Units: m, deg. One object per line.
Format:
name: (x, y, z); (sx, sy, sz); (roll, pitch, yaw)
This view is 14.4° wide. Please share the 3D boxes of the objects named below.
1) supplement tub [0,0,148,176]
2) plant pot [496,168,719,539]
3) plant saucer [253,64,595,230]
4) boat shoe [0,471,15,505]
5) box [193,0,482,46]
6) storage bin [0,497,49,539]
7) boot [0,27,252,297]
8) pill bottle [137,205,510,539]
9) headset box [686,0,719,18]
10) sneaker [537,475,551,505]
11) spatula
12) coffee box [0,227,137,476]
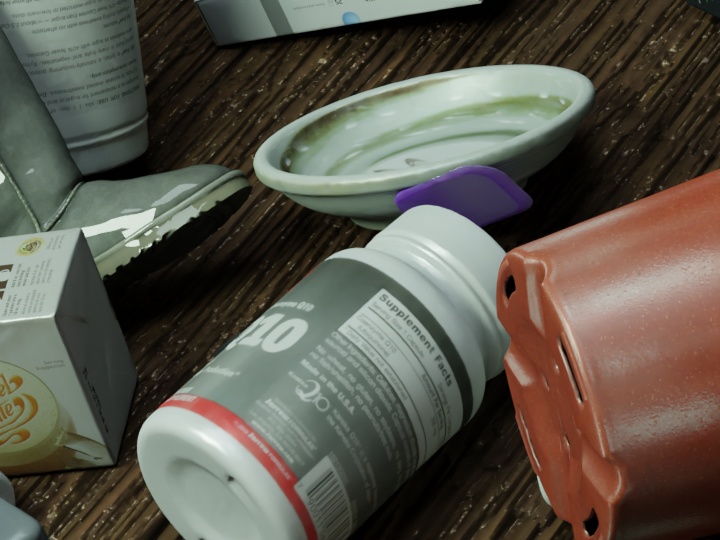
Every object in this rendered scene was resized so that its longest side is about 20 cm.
supplement tub: (-0.201, -0.164, 1.720); (0.131, 0.201, 0.132); (-5, 15, 2)
plant pot: (0.177, 0.037, 1.329); (0.194, 0.202, 0.201); (-16, 37, -10)
plant saucer: (0.040, -0.064, 1.626); (0.199, 0.051, 0.200); (-12, 18, 4)
boat shoe: (-0.266, 0.162, 1.471); (0.067, 0.072, 0.200); (16, 45, 33)
box: (0.009, -0.218, 1.836); (0.199, 0.041, 0.156); (-8, 37, 31)
storage bin: (-0.206, 0.201, 1.347); (0.200, 0.135, 0.145); (-39, 43, -25)
boot: (-0.182, -0.081, 1.636); (0.181, 0.073, 0.201); (-28, 79, 1)
pill bottle: (-0.009, 0.061, 1.461); (0.114, 0.114, 0.200); (21, 51, 39)
headset box: (0.314, -0.205, 1.686); (0.174, 0.093, 0.200); (-35, 41, -23)
sneaker: (0.167, 0.045, 1.446); (0.111, 0.073, 0.200); (3, 40, 26)
spatula: (0.000, 0.000, 1.556); (0.199, 0.056, 0.021); (-34, 48, 14)
coffee box: (-0.236, 0.052, 1.561); (0.199, 0.115, 0.080); (-6, 39, 13)
